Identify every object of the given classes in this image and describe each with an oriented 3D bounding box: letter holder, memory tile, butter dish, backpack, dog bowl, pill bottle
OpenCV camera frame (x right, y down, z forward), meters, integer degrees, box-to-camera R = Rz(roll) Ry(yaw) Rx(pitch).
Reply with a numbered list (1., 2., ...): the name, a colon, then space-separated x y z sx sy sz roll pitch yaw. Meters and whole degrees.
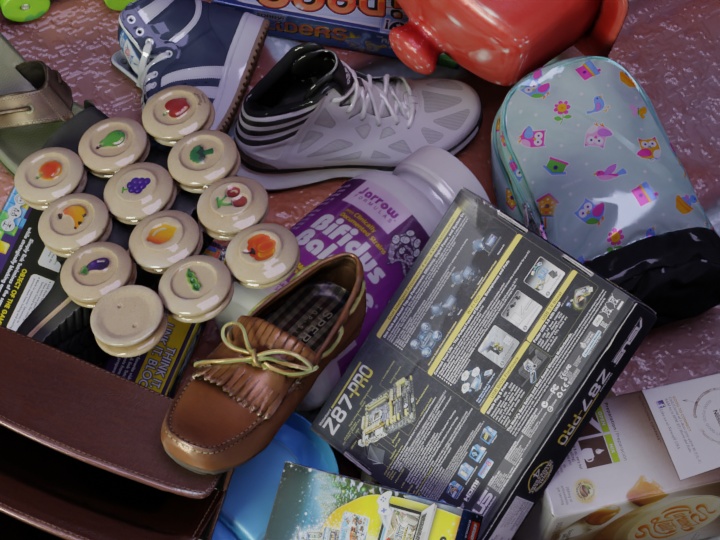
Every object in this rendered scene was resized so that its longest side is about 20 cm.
1. letter holder: -0.197 0.139 1.573 0.199 0.101 0.142 23 34 5
2. memory tile: -0.140 -0.038 1.652 0.153 0.017 0.200 -26 51 -9
3. butter dish: 0.083 -0.206 1.806 0.148 0.200 0.199 -43 84 -7
4. backpack: 0.175 -0.054 1.794 0.166 0.127 0.201 -16 63 -12
5. dog bowl: -0.103 0.179 1.678 0.111 0.050 0.200 43 65 14
6. pill bottle: 0.000 0.000 1.749 0.112 0.112 0.200 43 66 14

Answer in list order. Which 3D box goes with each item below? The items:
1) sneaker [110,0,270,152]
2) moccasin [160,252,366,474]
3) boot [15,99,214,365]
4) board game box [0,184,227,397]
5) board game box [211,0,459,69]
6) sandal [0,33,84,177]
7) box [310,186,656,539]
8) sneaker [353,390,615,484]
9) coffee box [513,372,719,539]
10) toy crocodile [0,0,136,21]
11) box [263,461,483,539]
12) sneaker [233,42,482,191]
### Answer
1. sneaker: -0.148 -0.126 1.817 0.108 0.070 0.201 22 55 -1
2. moccasin: -0.058 0.058 1.582 0.073 0.078 0.201 35 49 20
3. boot: -0.203 -0.020 1.704 0.138 0.078 0.200 34 59 22
4. board game box: -0.204 0.046 1.730 0.164 0.057 0.201 22 62 2
5. board game box: -0.010 -0.238 1.914 0.199 0.035 0.136 10 62 -3
6. sandal: -0.254 -0.127 1.810 0.201 0.057 0.080 40 64 13
7. box: 0.080 0.069 1.645 0.161 0.049 0.201 34 93 30
8. sneaker: 0.081 0.093 1.736 0.199 0.067 0.090 -16 71 -12
9. coffee box: 0.206 0.139 1.704 0.199 0.115 0.080 -12 64 -13
10. toy crocodile: -0.221 -0.238 1.869 0.199 0.062 0.068 -9 64 -15
11. box: -0.011 0.238 1.597 0.136 0.038 0.201 13 83 28
12. sneaker: 0.004 -0.120 1.809 0.199 0.116 0.076 -13 65 -14
